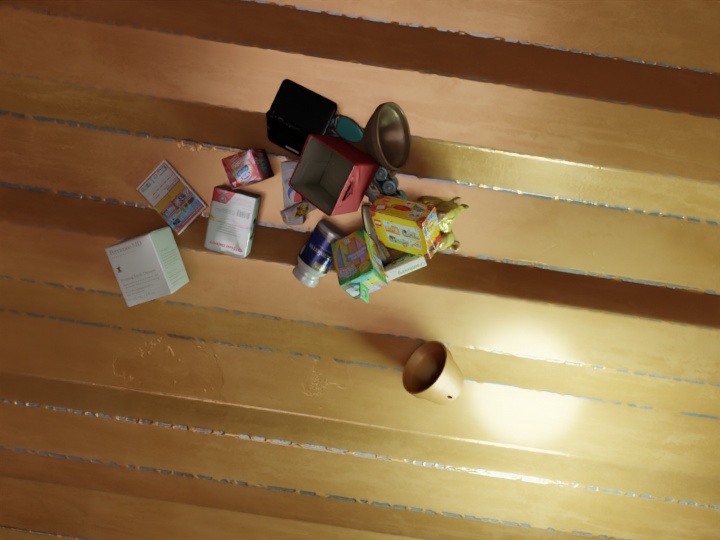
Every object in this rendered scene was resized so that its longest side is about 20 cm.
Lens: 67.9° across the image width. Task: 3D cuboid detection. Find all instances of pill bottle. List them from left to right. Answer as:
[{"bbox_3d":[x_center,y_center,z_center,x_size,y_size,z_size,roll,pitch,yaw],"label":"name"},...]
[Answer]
[{"bbox_3d":[-0.137,-0.053,1.761,0.114,0.116,0.202,31,103,-6],"label":"pill bottle"}]

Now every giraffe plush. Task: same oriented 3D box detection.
[{"bbox_3d":[0.251,-0.140,1.727,0.197,0.172,0.166,-14,118,-30],"label":"giraffe plush"}]

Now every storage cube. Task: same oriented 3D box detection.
[{"bbox_3d":[-0.075,-0.284,1.596,0.199,0.179,0.173,36,114,17],"label":"storage cube"}]

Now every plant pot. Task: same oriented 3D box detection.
[{"bbox_3d":[0.071,-0.408,1.653,0.091,0.200,0.205,-2,107,36],"label":"plant pot"},{"bbox_3d":[0.258,0.363,1.824,0.140,0.201,0.200,39,103,-26],"label":"plant pot"}]

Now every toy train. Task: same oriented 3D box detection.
[{"bbox_3d":[0.070,-0.258,1.727,0.113,0.085,0.202,-28,105,22],"label":"toy train"}]

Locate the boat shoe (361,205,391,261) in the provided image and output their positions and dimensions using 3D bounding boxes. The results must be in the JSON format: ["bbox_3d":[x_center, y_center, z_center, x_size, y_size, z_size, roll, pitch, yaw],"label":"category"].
[{"bbox_3d":[0.051,-0.126,1.764,0.065,0.074,0.204,-16,113,2],"label":"boat shoe"}]

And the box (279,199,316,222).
[{"bbox_3d":[-0.164,-0.210,1.706,0.198,0.041,0.039,-31,111,-28],"label":"box"}]

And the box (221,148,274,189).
[{"bbox_3d":[-0.345,-0.317,1.658,0.098,0.200,0.097,-17,101,6],"label":"box"}]

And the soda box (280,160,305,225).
[{"bbox_3d":[-0.218,-0.253,1.739,0.062,0.068,0.205,-1,103,2],"label":"soda box"}]

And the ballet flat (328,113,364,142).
[{"bbox_3d":[-0.071,-0.462,1.680,0.197,0.065,0.071,28,111,3],"label":"ballet flat"}]

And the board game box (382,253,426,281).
[{"bbox_3d":[0.117,-0.010,1.758,0.196,0.126,0.035,-23,103,7],"label":"board game box"}]

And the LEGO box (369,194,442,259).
[{"bbox_3d":[0.139,-0.136,1.641,0.197,0.077,0.151,19,144,34],"label":"LEGO box"}]

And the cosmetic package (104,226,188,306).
[{"bbox_3d":[-0.696,-0.017,1.760,0.164,0.167,0.204,-16,102,6],"label":"cosmetic package"}]

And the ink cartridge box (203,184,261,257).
[{"bbox_3d":[-0.421,-0.162,1.758,0.143,0.083,0.204,14,104,-2],"label":"ink cartridge box"}]

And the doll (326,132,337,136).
[{"bbox_3d":[-0.097,-0.369,1.716,0.199,0.049,0.137,37,101,-7],"label":"doll"}]

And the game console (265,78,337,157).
[{"bbox_3d":[-0.183,-0.459,1.666,0.197,0.177,0.117,28,60,10],"label":"game console"}]

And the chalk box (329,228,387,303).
[{"bbox_3d":[0.000,0.000,1.658,0.122,0.124,0.203,-24,59,14],"label":"chalk box"}]

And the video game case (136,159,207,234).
[{"bbox_3d":[-0.627,-0.243,1.779,0.142,0.017,0.201,-40,99,10],"label":"video game case"}]
